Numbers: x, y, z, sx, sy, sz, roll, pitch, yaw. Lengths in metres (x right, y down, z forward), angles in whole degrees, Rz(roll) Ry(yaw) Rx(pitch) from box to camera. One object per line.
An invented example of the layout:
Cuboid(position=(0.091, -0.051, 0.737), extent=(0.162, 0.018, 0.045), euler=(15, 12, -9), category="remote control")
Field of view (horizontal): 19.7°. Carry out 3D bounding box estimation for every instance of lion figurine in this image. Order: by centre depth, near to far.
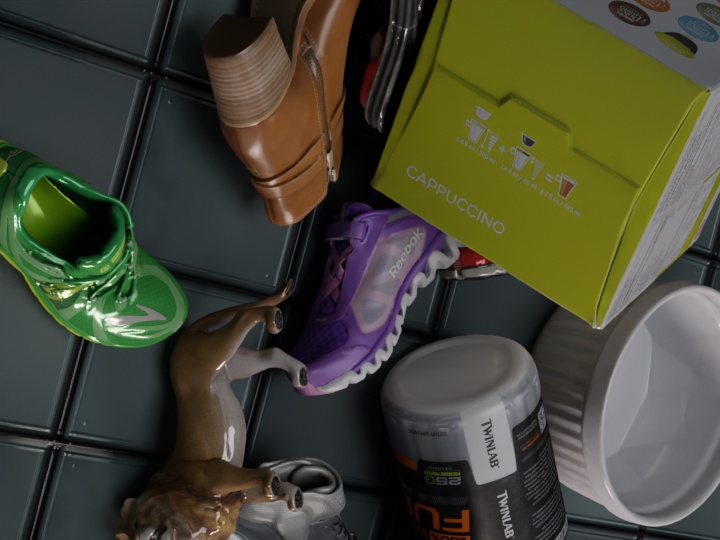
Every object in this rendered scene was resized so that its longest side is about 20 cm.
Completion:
Cuboid(position=(-0.102, 0.105, 1.417), extent=(0.072, 0.121, 0.202), euler=(29, 63, -61), category="lion figurine")

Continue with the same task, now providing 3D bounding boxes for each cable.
Cuboid(position=(0.019, -0.167, 1.411), extent=(0.098, 0.050, 0.200), euler=(-61, 164, -21), category="cable")

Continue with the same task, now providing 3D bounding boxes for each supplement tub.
Cuboid(position=(0.091, 0.161, 1.588), extent=(0.122, 0.122, 0.202), euler=(-32, 121, -34), category="supplement tub")

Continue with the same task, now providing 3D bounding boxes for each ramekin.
Cuboid(position=(0.224, 0.101, 1.714), extent=(0.199, 0.105, 0.202), euler=(-13, 109, -41), category="ramekin")

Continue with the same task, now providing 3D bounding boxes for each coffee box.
Cuboid(position=(0.158, -0.119, 1.451), extent=(0.198, 0.199, 0.201), euler=(-36, 153, -53), category="coffee box")

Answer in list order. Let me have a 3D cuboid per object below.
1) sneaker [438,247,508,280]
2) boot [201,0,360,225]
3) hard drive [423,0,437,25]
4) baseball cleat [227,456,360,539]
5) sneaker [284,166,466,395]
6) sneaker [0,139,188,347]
Cuboid(position=(0.119, -0.056, 1.606), extent=(0.200, 0.077, 0.086), euler=(-37, 113, -40), category="sneaker")
Cuboid(position=(-0.030, -0.143, 1.436), extent=(0.200, 0.073, 0.156), euler=(-48, 138, -29), category="boot")
Cuboid(position=(0.093, -0.235, 1.483), extent=(0.140, 0.038, 0.200), euler=(-54, 162, -19), category="hard drive")
Cuboid(position=(-0.025, 0.195, 1.505), extent=(0.199, 0.070, 0.107), euler=(18, 118, -45), category="baseball cleat")
Cuboid(position=(0.000, 0.000, 1.495), extent=(0.201, 0.080, 0.089), euler=(-54, 125, -26), category="sneaker")
Cuboid(position=(-0.174, -0.007, 1.313), extent=(0.200, 0.083, 0.074), euler=(42, 71, -43), category="sneaker")
